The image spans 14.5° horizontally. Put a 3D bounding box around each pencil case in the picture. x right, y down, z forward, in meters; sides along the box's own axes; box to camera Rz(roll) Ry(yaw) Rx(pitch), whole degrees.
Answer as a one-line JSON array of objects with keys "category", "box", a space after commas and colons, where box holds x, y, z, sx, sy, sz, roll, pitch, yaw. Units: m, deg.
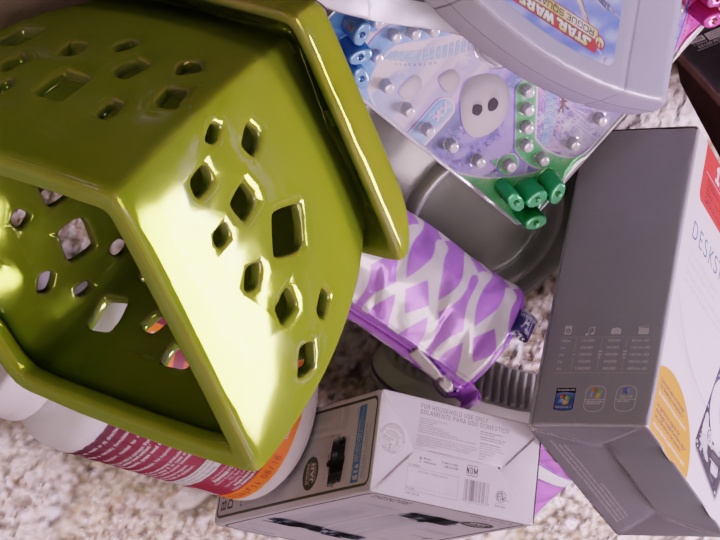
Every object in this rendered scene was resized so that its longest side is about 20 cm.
[{"category": "pencil case", "box": [0.000, 0.000, 1.637, 0.199, 0.086, 0.084, 33, 150, -10]}]

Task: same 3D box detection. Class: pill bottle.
[{"category": "pill bottle", "box": [-0.132, 0.060, 1.639, 0.199, 0.110, 0.110, 19, 111, -34]}]

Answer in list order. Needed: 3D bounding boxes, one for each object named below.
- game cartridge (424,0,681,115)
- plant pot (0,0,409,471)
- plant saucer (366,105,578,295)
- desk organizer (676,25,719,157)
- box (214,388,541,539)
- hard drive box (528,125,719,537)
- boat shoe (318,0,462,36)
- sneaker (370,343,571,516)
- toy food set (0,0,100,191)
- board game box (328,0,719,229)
[{"category": "game cartridge", "box": [0.100, -0.169, 1.511, 0.199, 0.134, 0.041, 28, 148, -36]}, {"category": "plant pot", "box": [-0.100, -0.045, 1.460, 0.182, 0.198, 0.201, -48, 134, -26]}, {"category": "plant saucer", "box": [0.067, -0.040, 1.708, 0.199, 0.050, 0.201, -13, 126, -18]}, {"category": "desk organizer", "box": [0.297, -0.135, 1.743, 0.199, 0.072, 0.077, -24, 131, -10]}, {"category": "box", "box": [0.007, 0.124, 1.694, 0.116, 0.200, 0.061, 14, 73, -26]}, {"category": "hard drive box", "box": [0.178, 0.038, 1.704, 0.076, 0.201, 0.156, -2, 151, 26]}, {"category": "boat shoe", "box": [0.022, -0.162, 1.512, 0.199, 0.068, 0.057, 7, 101, -37]}, {"category": "sneaker", "box": [0.065, 0.114, 1.791, 0.200, 0.073, 0.115, 22, 114, -39]}, {"category": "toy food set", "box": [-0.187, -0.124, 1.532, 0.199, 0.060, 0.144, -35, 130, -12]}, {"category": "board game box", "box": [0.099, -0.144, 1.612, 0.200, 0.026, 0.200, 36, 99, -34]}]
